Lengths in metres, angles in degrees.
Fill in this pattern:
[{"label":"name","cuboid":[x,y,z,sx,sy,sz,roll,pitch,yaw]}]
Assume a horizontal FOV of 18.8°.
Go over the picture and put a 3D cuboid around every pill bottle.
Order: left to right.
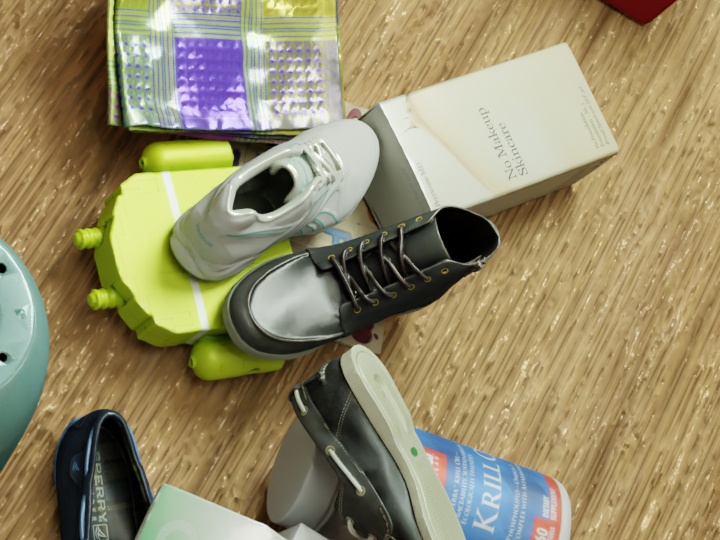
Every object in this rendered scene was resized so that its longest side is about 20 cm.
[{"label":"pill bottle","cuboid":[0.039,0.170,1.535,0.199,0.112,0.113,20,62,-19]}]

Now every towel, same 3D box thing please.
[{"label":"towel","cuboid":[-0.095,-0.167,1.597,0.199,0.023,0.145,1,86,-35]}]

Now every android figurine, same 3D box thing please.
[{"label":"android figurine","cuboid":[-0.111,-0.010,1.567,0.199,0.041,0.183,-9,75,-33]}]

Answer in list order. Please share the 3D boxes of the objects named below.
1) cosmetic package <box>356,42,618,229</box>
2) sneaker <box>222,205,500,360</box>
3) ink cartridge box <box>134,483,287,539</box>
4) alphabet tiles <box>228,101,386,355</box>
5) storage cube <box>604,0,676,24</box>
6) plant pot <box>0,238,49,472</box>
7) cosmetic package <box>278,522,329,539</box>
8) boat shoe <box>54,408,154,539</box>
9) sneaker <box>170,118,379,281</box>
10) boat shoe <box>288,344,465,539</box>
[{"label":"cosmetic package","cuboid":[0.094,-0.098,1.695,0.199,0.073,0.104,-22,82,-36]},{"label":"sneaker","cuboid":[0.000,0.000,1.542,0.199,0.106,0.075,-19,80,-37]},{"label":"ink cartridge box","cuboid":[-0.069,0.248,1.379,0.199,0.050,0.162,21,64,4]},{"label":"alphabet tiles","cuboid":[-0.047,-0.050,1.647,0.166,0.008,0.201,19,62,-19]},{"label":"storage cube","cuboid":[0.233,-0.348,1.812,0.199,0.180,0.172,27,60,-14]},{"label":"plant pot","cuboid":[-0.289,0.051,1.388,0.199,0.161,0.202,11,65,-24]},{"label":"cosmetic package","cuboid":[-0.028,0.293,1.439,0.150,0.052,0.201,31,64,-11]},{"label":"boat shoe","cuboid":[-0.166,0.191,1.447,0.084,0.069,0.201,-13,76,-30]},{"label":"sneaker","cuboid":[-0.045,-0.060,1.556,0.071,0.080,0.200,51,49,4]},{"label":"boat shoe","cuboid":[0.019,0.152,1.443,0.201,0.067,0.072,63,16,10]}]
